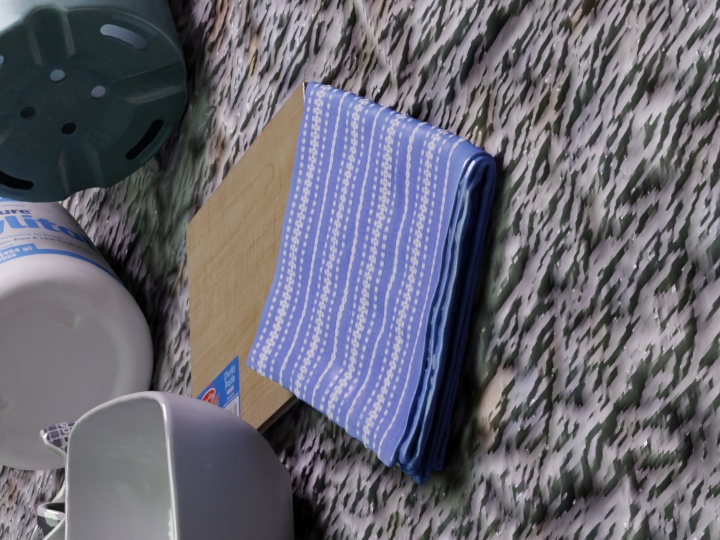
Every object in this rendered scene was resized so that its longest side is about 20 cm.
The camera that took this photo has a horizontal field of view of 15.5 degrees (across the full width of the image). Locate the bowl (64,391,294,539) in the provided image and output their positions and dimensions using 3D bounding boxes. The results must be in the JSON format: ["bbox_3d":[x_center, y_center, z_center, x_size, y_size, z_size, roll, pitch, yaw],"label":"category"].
[{"bbox_3d":[-0.087,0.163,1.308,0.200,0.074,0.201,158,113,-68],"label":"bowl"}]

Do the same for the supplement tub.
[{"bbox_3d":[-0.209,0.029,1.611,0.200,0.132,0.132,-136,55,-64],"label":"supplement tub"}]

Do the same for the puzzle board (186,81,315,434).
[{"bbox_3d":[-0.051,0.012,1.351,0.200,0.017,0.151,134,136,-61],"label":"puzzle board"}]

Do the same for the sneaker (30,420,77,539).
[{"bbox_3d":[-0.151,0.181,1.487,0.076,0.080,0.201,-161,76,-68],"label":"sneaker"}]

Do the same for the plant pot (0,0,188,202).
[{"bbox_3d":[-0.199,-0.158,1.570,0.196,0.200,0.200,-114,35,-41],"label":"plant pot"}]

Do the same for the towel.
[{"bbox_3d":[0.000,0.000,1.175,0.200,0.024,0.145,-151,71,-64],"label":"towel"}]
